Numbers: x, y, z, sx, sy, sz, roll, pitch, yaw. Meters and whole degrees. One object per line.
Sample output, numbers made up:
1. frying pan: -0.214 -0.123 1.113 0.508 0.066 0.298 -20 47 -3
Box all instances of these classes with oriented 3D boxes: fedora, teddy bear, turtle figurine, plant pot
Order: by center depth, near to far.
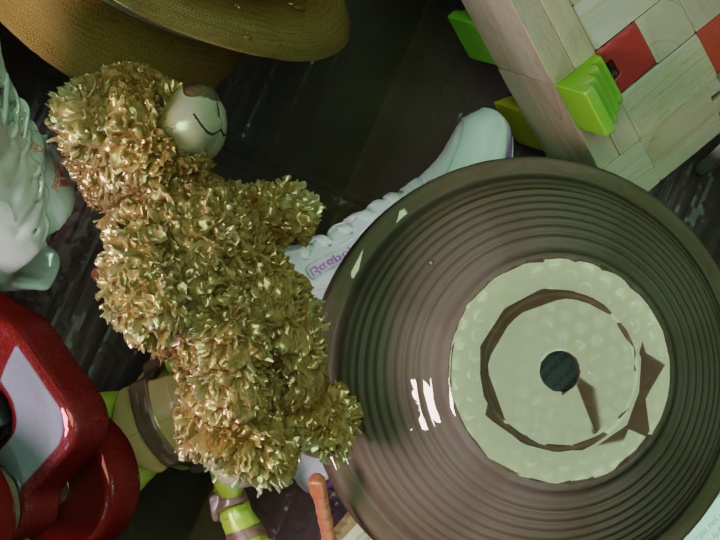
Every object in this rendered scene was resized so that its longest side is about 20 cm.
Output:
1. teddy bear: -0.059 -0.001 1.186 0.145 0.067 0.200 2 67 -43
2. plant pot: 0.080 0.047 1.238 0.201 0.093 0.201 0 86 -7
3. fedora: -0.104 -0.133 1.272 0.201 0.201 0.082 34 117 1
4. turtle figurine: -0.097 0.061 1.276 0.161 0.064 0.200 -23 97 26

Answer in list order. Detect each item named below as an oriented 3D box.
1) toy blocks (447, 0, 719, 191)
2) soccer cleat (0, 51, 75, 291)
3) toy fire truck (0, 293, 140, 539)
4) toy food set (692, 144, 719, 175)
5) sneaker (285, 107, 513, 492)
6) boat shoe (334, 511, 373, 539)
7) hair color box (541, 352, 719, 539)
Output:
1. toy blocks: 0.127 -0.131 1.320 0.137 0.100 0.200 -39 118 -16
2. soccer cleat: -0.157 -0.049 1.198 0.078 0.200 0.069 16 65 -1
3. toy fire truck: -0.204 0.082 1.239 0.168 0.112 0.200 52 120 16
4. toy food set: 0.247 0.001 1.302 0.200 0.144 0.060 43 79 3
5. sneaker: 0.000 0.000 1.317 0.100 0.075 0.200 32 80 0
6. boat shoe: 0.002 0.158 1.292 0.069 0.074 0.200 38 79 8
7. hair color box: 0.134 0.083 1.321 0.100 0.061 0.200 -44 86 -9
